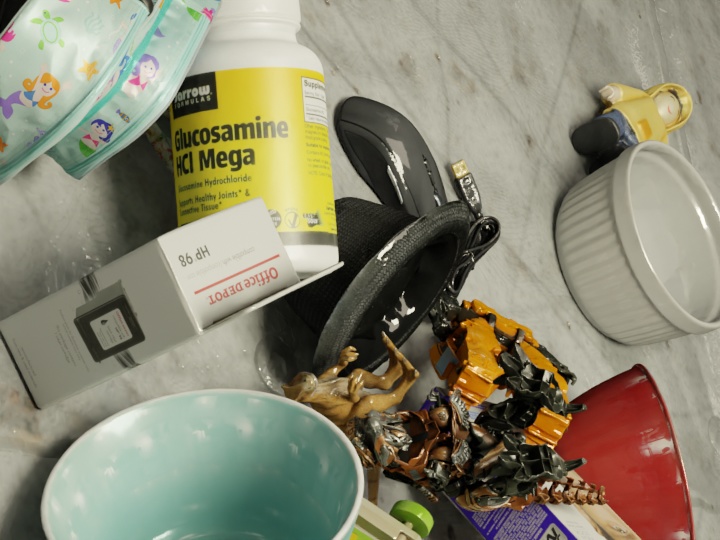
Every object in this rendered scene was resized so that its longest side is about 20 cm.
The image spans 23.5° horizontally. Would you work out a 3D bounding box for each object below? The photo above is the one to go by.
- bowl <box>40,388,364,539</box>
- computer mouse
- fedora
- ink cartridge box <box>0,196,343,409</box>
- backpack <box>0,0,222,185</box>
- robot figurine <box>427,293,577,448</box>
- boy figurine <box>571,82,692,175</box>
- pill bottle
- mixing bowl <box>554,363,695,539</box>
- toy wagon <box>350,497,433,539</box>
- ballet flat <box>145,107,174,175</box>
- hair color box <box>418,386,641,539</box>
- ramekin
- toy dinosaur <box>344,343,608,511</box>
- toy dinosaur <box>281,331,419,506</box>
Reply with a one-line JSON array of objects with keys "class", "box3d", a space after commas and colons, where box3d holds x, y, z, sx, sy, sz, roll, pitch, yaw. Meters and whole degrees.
[{"class": "bowl", "box3d": [-0.096, 0.176, 1.096, 0.201, 0.199, 0.106, -56, 151, -50]}, {"class": "computer mouse", "box3d": [0.065, -0.085, 1.547, 0.201, 0.046, 0.140, 59, 37, -10]}, {"class": "fedora", "box3d": [0.000, 0.000, 1.352, 0.091, 0.201, 0.200, 37, 33, 15]}, {"class": "ink cartridge box", "box3d": [-0.122, 0.014, 1.118, 0.116, 0.199, 0.067, -27, 92, -55]}, {"class": "backpack", "box3d": [-0.198, -0.149, 1.137, 0.151, 0.177, 0.201, 45, 44, -19]}, {"class": "robot figurine", "box3d": [0.112, 0.081, 1.435, 0.144, 0.058, 0.200, 29, 12, -8]}, {"class": "boy figurine", "box3d": [0.303, -0.150, 1.879, 0.200, 0.064, 0.125, -30, 92, -51]}, {"class": "pill bottle", "box3d": [-0.078, -0.094, 1.221, 0.112, 0.112, 0.202, 0, 83, -52]}, {"class": "mixing bowl", "box3d": [0.208, 0.189, 1.489, 0.200, 0.108, 0.202, 170, -90, -87]}, {"class": "toy wagon", "box3d": [-0.042, 0.199, 1.214, 0.199, 0.040, 0.156, 33, 51, 0]}, {"class": "ballet flat", "box3d": [-0.121, -0.094, 1.298, 0.075, 0.064, 0.201, -36, 101, -27]}, {"class": "hair color box", "box3d": [0.131, 0.181, 1.380, 0.109, 0.065, 0.200, 19, 22, -46]}, {"class": "ramekin", "box3d": [0.284, -0.020, 1.743, 0.200, 0.105, 0.201, 28, 50, -40]}, {"class": "toy dinosaur", "box3d": [0.092, 0.130, 1.255, 0.199, 0.136, 0.103, 1, 60, -35]}, {"class": "toy dinosaur", "box3d": [-0.003, 0.104, 1.293, 0.060, 0.106, 0.200, 48, -2, 39]}]
